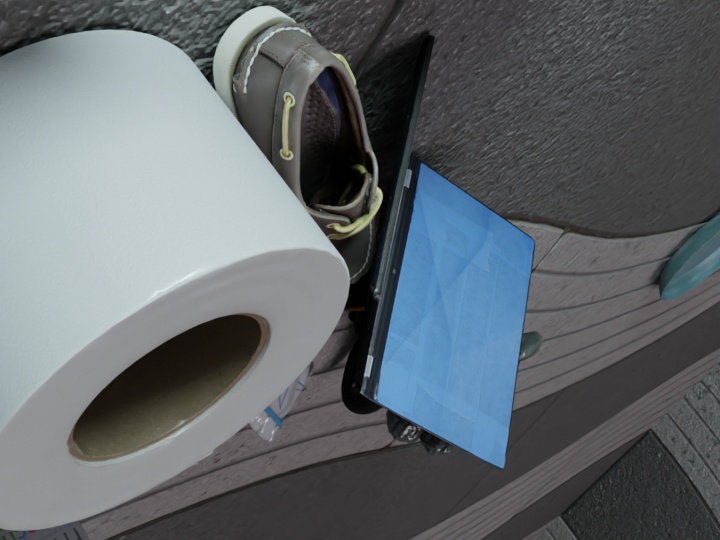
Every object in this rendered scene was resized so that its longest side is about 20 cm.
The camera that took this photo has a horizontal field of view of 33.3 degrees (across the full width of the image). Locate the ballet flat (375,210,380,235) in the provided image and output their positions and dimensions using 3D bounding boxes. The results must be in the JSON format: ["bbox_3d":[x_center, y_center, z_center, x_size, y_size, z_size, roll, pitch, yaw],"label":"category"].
[{"bbox_3d":[-0.074,-0.018,0.739,0.199,0.070,0.066,-29,131,-30],"label":"ballet flat"}]

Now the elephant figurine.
[{"bbox_3d":[0.100,0.088,1.108,0.140,0.156,0.200,-8,159,-18],"label":"elephant figurine"}]

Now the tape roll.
[{"bbox_3d":[-0.124,0.007,0.574,0.202,0.139,0.203,-33,160,-14],"label":"tape roll"}]

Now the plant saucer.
[{"bbox_3d":[0.486,-0.034,1.664,0.199,0.027,0.200,-33,159,-14],"label":"plant saucer"}]

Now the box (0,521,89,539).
[{"bbox_3d":[-0.296,0.246,0.846,0.199,0.097,0.177,-26,156,-29],"label":"box"}]

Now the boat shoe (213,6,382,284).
[{"bbox_3d":[-0.022,-0.052,0.659,0.072,0.059,0.201,-42,144,-20],"label":"boat shoe"}]

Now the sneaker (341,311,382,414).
[{"bbox_3d":[0.019,0.051,1.025,0.104,0.060,0.200,-8,139,-55],"label":"sneaker"}]

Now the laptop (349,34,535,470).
[{"bbox_3d":[0.067,-0.005,0.769,0.200,0.115,0.189,100,2,-60],"label":"laptop"}]

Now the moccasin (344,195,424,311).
[{"bbox_3d":[0.001,-0.001,0.851,0.201,0.078,0.074,-19,152,-42],"label":"moccasin"}]

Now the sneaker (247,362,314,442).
[{"bbox_3d":[-0.078,0.063,0.888,0.087,0.075,0.200,-47,165,-6],"label":"sneaker"}]
